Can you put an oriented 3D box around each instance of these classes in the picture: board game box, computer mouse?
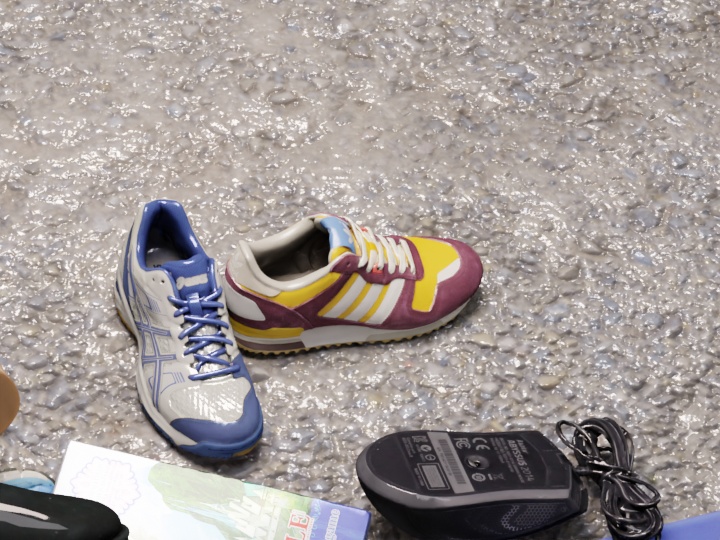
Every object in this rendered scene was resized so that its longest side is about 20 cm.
[{"bbox_3d":[-0.111,0.220,1.651,0.199,0.041,0.200,12,62,3],"label":"board game box"},{"bbox_3d":[0.093,0.151,1.780,0.200,0.053,0.139,2,31,-12],"label":"computer mouse"}]

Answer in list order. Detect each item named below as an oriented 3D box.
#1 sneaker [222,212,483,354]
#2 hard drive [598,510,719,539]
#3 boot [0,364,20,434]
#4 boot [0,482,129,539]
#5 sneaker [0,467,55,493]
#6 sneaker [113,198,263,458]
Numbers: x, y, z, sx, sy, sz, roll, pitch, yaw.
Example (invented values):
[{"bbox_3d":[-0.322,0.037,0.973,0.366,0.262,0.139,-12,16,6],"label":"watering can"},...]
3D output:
[{"bbox_3d":[0.000,0.000,1.887,0.200,0.090,0.075,-13,50,-22],"label":"sneaker"},{"bbox_3d":[0.197,0.226,1.746,0.200,0.025,0.132,-11,49,-19],"label":"hard drive"},{"bbox_3d":[-0.311,0.116,1.693,0.200,0.155,0.077,-40,103,-15],"label":"boot"},{"bbox_3d":[-0.242,0.108,1.591,0.198,0.163,0.073,-7,8,-10],"label":"boot"},{"bbox_3d":[-0.258,0.201,1.677,0.200,0.078,0.090,-36,80,-32],"label":"sneaker"},{"bbox_3d":[-0.121,0.037,1.833,0.075,0.088,0.200,-12,51,-23],"label":"sneaker"}]
